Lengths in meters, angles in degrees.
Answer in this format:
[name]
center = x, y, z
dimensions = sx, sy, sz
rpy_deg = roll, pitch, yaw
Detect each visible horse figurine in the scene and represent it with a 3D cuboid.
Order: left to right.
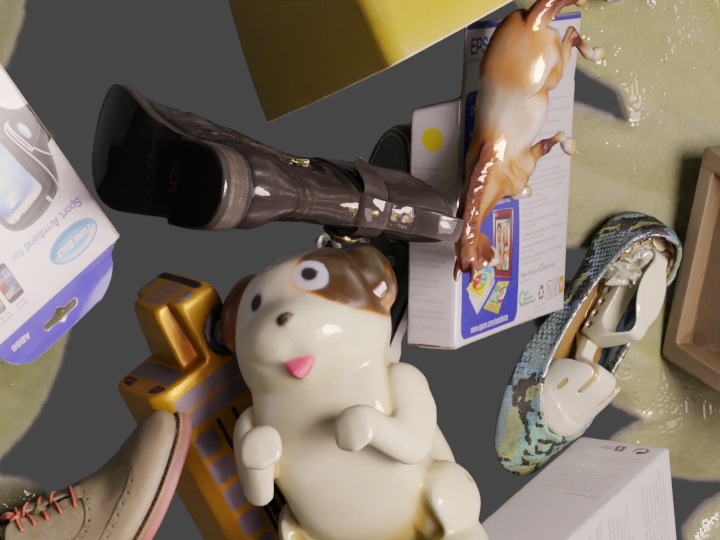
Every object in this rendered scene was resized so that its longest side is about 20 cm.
[horse figurine]
center = 0.101, -0.100, 1.671
dimensions = 0.132, 0.050, 0.201
rpy_deg = -19, 130, -60

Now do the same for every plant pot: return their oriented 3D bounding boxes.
[plant pot]
center = 0.016, -0.226, 1.694
dimensions = 0.200, 0.200, 0.177
rpy_deg = -31, 96, -25

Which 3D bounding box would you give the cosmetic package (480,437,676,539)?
[cosmetic package]
center = 0.134, 0.196, 1.837
dimensions = 0.200, 0.071, 0.102
rpy_deg = -33, 122, -52

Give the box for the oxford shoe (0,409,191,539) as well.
[oxford shoe]
center = -0.175, 0.158, 1.669
dimensions = 0.075, 0.070, 0.200
rpy_deg = 34, 95, -17

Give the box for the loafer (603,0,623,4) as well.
[loafer]
center = 0.215, -0.251, 1.827
dimensions = 0.072, 0.063, 0.200
rpy_deg = -17, 143, -58

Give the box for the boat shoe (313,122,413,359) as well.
[boat shoe]
center = 0.000, 0.000, 1.777
dimensions = 0.062, 0.073, 0.201
rpy_deg = 13, 95, -36

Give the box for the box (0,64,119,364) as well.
[box]
center = -0.231, -0.043, 1.647
dimensions = 0.119, 0.041, 0.200
rpy_deg = -42, 118, -20

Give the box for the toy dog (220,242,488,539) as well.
[toy dog]
center = -0.004, 0.082, 1.671
dimensions = 0.201, 0.139, 0.194
rpy_deg = 69, 28, -16

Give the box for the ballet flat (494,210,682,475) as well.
[ballet flat]
center = 0.156, 0.050, 1.882
dimensions = 0.074, 0.074, 0.201
rpy_deg = 31, 81, -31

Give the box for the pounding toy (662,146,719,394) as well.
[pounding toy]
center = 0.311, -0.008, 1.920
dimensions = 0.142, 0.200, 0.185
rpy_deg = -2, 112, -31

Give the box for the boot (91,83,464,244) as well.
[boot]
center = -0.053, -0.053, 1.667
dimensions = 0.173, 0.200, 0.070
rpy_deg = 6, 106, -35

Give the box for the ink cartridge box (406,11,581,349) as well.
[ink cartridge box]
center = 0.085, -0.062, 1.777
dimensions = 0.197, 0.047, 0.201
rpy_deg = -15, 106, -64

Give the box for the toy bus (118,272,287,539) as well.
[toy bus]
center = -0.086, 0.101, 1.741
dimensions = 0.078, 0.065, 0.201
rpy_deg = -37, 114, -21
